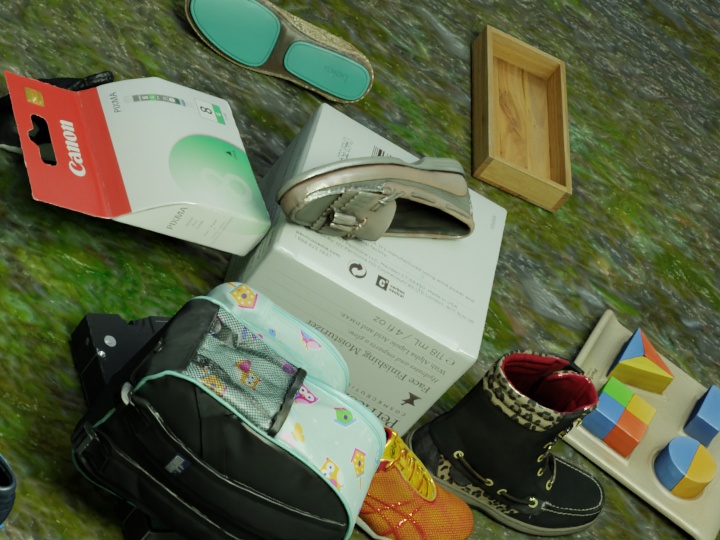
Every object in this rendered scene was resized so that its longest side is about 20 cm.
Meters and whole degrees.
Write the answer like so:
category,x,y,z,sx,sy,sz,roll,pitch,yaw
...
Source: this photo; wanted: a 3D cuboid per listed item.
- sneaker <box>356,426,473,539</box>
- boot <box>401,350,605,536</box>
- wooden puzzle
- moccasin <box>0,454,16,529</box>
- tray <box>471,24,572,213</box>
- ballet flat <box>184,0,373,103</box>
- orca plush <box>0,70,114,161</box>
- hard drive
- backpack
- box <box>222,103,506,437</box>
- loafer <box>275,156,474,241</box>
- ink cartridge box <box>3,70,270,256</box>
category,x,y,z,sx,sy,sz,roll,pitch,yaw
sneaker,0.020,0.169,1.669,0.199,0.077,0.073,30,39,-28
boot,0.150,0.145,1.739,0.199,0.151,0.073,22,43,-21
wooden puzzle,0.282,0.140,1.930,0.200,0.046,0.185,40,39,-1
moccasin,-0.305,0.095,1.491,0.200,0.068,0.080,49,40,10
tray,0.163,-0.156,2.115,0.098,0.037,0.201,23,42,-20
ballet flat,-0.081,-0.219,1.972,0.199,0.071,0.065,29,14,-18
orca plush,-0.220,-0.134,1.764,0.199,0.071,0.106,13,47,-30
hard drive,-0.138,0.127,1.618,0.139,0.038,0.201,3,52,-36
backpack,-0.084,0.122,1.502,0.200,0.176,0.154,40,44,-7
box,0.000,0.000,1.769,0.198,0.131,0.201,29,42,-13
loafer,0.021,-0.053,1.682,0.199,0.072,0.063,-7,66,-44
ink cartridge box,-0.181,-0.100,1.682,0.199,0.050,0.161,18,35,-35
